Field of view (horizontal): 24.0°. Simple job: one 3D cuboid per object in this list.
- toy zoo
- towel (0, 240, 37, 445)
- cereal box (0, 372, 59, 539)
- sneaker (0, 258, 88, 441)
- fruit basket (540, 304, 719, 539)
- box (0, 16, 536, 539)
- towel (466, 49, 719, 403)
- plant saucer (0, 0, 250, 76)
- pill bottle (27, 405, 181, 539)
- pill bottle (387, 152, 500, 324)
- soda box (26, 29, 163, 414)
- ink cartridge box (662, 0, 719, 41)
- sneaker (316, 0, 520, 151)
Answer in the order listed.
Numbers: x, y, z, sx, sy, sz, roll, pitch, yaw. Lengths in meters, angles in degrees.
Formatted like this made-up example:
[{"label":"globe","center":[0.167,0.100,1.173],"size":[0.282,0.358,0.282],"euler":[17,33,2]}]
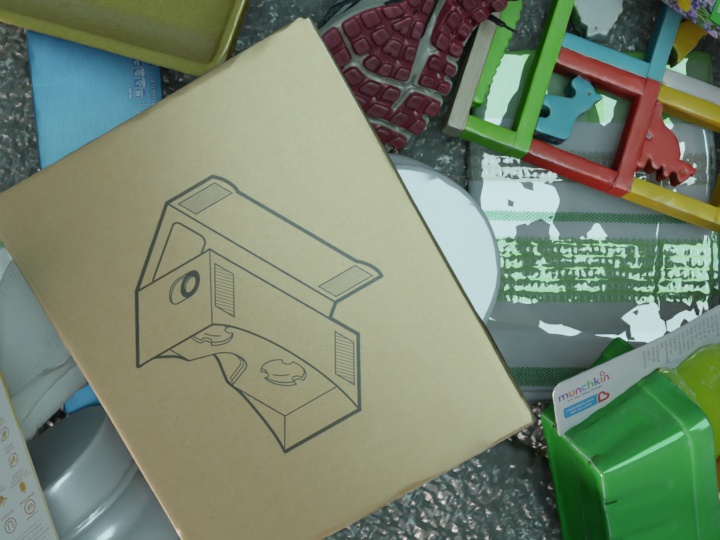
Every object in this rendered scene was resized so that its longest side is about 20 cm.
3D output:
[{"label":"toy zoo","center":[0.158,-0.105,0.943],"size":[0.200,0.020,0.132],"euler":[20,80,-6]},{"label":"towel","center":[-0.242,0.074,0.889],"size":[0.149,0.031,0.201],"euler":[-4,93,-8]},{"label":"cereal box","center":[-0.200,0.130,0.797],"size":[0.040,0.144,0.200],"euler":[-41,126,-46]},{"label":"sneaker","center":[-0.159,0.049,0.827],"size":[0.200,0.088,0.075],"euler":[-40,74,30]},{"label":"fruit basket","center":[0.196,0.086,0.924],"size":[0.200,0.094,0.186],"euler":[-30,129,-20]},{"label":"box","center":[-0.043,0.018,0.732],"size":[0.163,0.021,0.200],"euler":[-30,94,4]},{"label":"towel","center":[0.134,-0.025,0.958],"size":[0.149,0.031,0.201],"euler":[-1,90,-11]},{"label":"plant saucer","center":[-0.110,-0.205,0.852],"size":[0.200,0.048,0.200],"euler":[18,87,26]},{"label":"pill bottle","center":[-0.099,0.168,0.858],"size":[0.111,0.111,0.200],"euler":[-39,108,-8]},{"label":"pill bottle","center":[0.000,0.000,0.848],"size":[0.114,0.200,0.115],"euler":[0,90,-9]},{"label":"soda box","center":[-0.132,-0.029,0.893],"size":[0.068,0.064,0.201],"euler":[-6,91,-8]},{"label":"ink cartridge box","center":[0.243,-0.142,0.894],"size":[0.109,0.050,0.200],"euler":[-25,55,-37]},{"label":"sneaker","center":[0.029,-0.138,0.913],"size":[0.200,0.075,0.081],"euler":[-43,116,13]}]
